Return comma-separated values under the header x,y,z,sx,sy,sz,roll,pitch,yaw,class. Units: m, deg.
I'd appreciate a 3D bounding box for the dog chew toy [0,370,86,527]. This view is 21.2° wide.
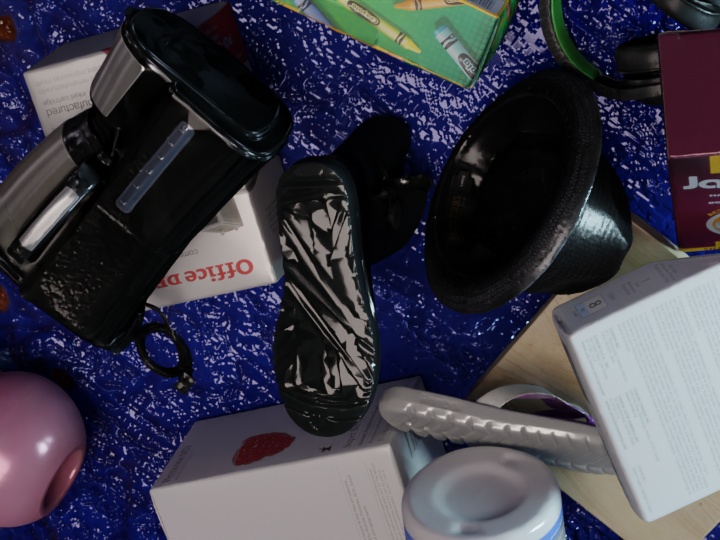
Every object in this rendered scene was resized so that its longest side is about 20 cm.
x,y,z,sx,sy,sz,roll,pitch,yaw,class
-0.320,0.119,1.537,0.199,0.125,0.125,28,116,11,dog chew toy

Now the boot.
x,y,z,sx,sy,sz,roll,pitch,yaw,class
0.000,0.000,1.367,0.076,0.168,0.202,1,103,21,boot

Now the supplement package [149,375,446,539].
x,y,z,sx,sy,sz,roll,pitch,yaw,class
-0.040,0.175,1.481,0.199,0.121,0.121,-13,109,18,supplement package

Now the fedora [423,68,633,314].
x,y,z,sx,sy,sz,roll,pitch,yaw,class
0.129,-0.041,1.326,0.091,0.201,0.201,27,119,-25,fedora

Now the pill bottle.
x,y,z,sx,sy,sz,roll,pitch,yaw,class
0.096,0.237,1.376,0.113,0.114,0.201,0,122,14,pill bottle

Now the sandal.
x,y,z,sx,sy,sz,roll,pitch,yaw,class
0.114,0.102,1.370,0.201,0.083,0.050,12,72,2,sandal

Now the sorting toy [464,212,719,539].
x,y,z,sx,sy,sz,roll,pitch,yaw,class
0.214,0.081,1.405,0.200,0.070,0.199,38,116,-2,sorting toy

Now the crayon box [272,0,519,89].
x,y,z,sx,sy,sz,roll,pitch,yaw,class
0.007,-0.204,1.314,0.199,0.119,0.059,25,116,4,crayon box

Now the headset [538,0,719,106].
x,y,z,sx,sy,sz,roll,pitch,yaw,class
0.222,-0.169,1.313,0.199,0.094,0.124,25,116,21,headset

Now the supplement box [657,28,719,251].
x,y,z,sx,sy,sz,roll,pitch,yaw,class
0.254,-0.083,1.247,0.109,0.200,0.086,-4,73,11,supplement box

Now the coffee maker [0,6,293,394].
x,y,z,sx,sy,sz,roll,pitch,yaw,class
-0.138,-0.054,1.332,0.191,0.135,0.200,32,118,-27,coffee maker

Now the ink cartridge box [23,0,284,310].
x,y,z,sx,sy,sz,roll,pitch,yaw,class
-0.142,-0.080,1.424,0.146,0.083,0.201,-12,108,18,ink cartridge box

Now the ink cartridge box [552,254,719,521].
x,y,z,sx,sy,sz,roll,pitch,yaw,class
0.247,0.057,1.284,0.199,0.047,0.161,-25,115,-1,ink cartridge box
